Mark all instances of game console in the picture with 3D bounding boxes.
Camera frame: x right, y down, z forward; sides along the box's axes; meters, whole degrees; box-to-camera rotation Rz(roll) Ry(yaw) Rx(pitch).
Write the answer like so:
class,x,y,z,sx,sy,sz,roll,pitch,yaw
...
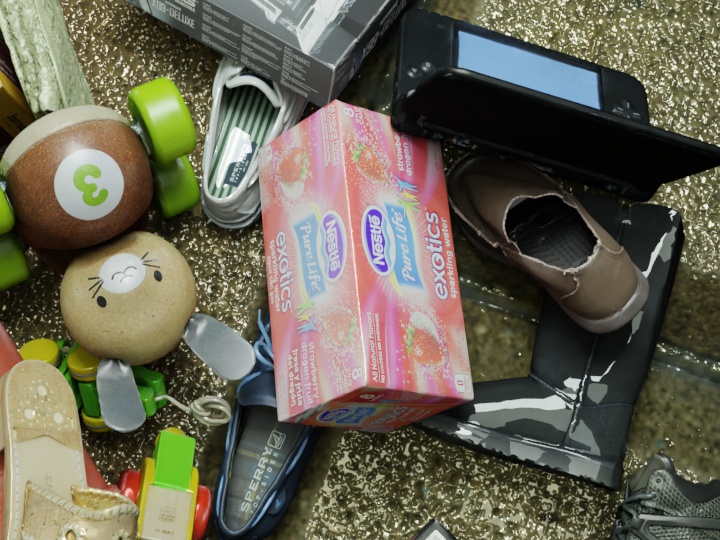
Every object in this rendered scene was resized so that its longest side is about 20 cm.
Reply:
class,x,y,z,sx,sy,sz,roll,pitch,yaw
game console,0.131,-0.128,0.883,0.198,0.117,0.177,15,49,-11

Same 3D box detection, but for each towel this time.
class,x,y,z,sx,sy,sz,roll,pitch,yaw
towel,-0.232,-0.177,0.941,0.036,0.149,0.202,-20,77,-4

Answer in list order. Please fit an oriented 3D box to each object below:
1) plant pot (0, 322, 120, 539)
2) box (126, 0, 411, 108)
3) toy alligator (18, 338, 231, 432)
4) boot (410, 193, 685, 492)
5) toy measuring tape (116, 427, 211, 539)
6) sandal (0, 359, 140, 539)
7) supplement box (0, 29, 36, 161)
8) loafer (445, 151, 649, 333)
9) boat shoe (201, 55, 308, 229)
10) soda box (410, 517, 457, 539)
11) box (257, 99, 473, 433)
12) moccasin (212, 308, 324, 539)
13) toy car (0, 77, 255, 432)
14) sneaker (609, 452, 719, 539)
class,x,y,z,sx,sy,sz,roll,pitch,yaw
plant pot,-0.288,0.105,0.848,0.199,0.201,0.197,-27,90,-3
box,-0.067,-0.227,0.958,0.199,0.050,0.158,30,59,10
toy alligator,-0.178,0.077,0.934,0.197,0.060,0.054,5,37,13
boot,0.133,0.037,0.932,0.163,0.066,0.202,16,80,8
toy measuring tape,-0.141,0.194,0.884,0.073,0.074,0.201,0,45,2
sandal,-0.162,0.140,0.753,0.069,0.077,0.214,-36,62,34
supplement box,-0.366,-0.155,0.945,0.198,0.133,0.199,-26,80,-3
loafer,0.122,-0.038,0.903,0.073,0.071,0.200,-44,44,-5
boat shoe,-0.072,-0.131,0.965,0.073,0.067,0.203,9,79,3
soda box,0.002,0.262,0.893,0.200,0.071,0.063,-44,83,-5
box,0.000,0.000,0.892,0.102,0.094,0.203,12,63,-39
moccasin,-0.052,0.100,0.924,0.079,0.068,0.203,12,80,4
toy car,-0.161,0.004,0.876,0.163,0.158,0.201,-25,71,-15
sneaker,0.181,0.199,0.900,0.197,0.076,0.115,-21,78,-5
